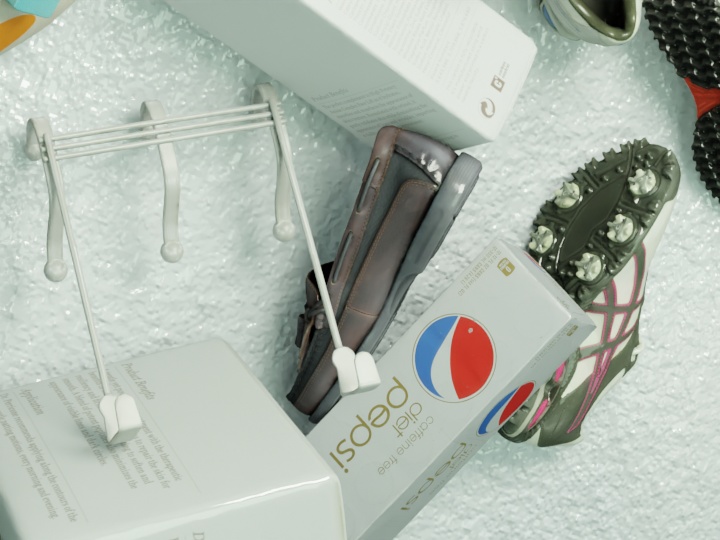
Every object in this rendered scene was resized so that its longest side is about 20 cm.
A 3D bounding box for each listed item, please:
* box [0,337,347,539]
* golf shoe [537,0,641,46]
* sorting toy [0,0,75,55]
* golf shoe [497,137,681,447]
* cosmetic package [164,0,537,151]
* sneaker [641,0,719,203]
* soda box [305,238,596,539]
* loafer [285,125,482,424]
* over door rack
[{"bbox_3d":[-0.111,0.174,1.277,0.170,0.199,0.201,-14,114,-17],"label":"box"},{"bbox_3d":[0.113,-0.217,1.314,0.078,0.097,0.201,-29,111,1],"label":"golf shoe"},{"bbox_3d":[-0.180,-0.213,1.203,0.179,0.107,0.201,-30,113,-13],"label":"sorting toy"},{"bbox_3d":[0.139,0.015,1.413,0.088,0.077,0.201,25,99,-42],"label":"golf shoe"},{"bbox_3d":[-0.013,-0.143,1.279,0.200,0.101,0.074,36,66,-25],"label":"cosmetic package"},{"bbox_3d":[0.236,-0.123,1.403,0.094,0.070,0.200,-52,132,-31],"label":"sneaker"},{"bbox_3d":[0.042,0.077,1.353,0.200,0.064,0.068,-47,71,10],"label":"soda box"},{"bbox_3d":[0.000,0.000,1.332,0.063,0.072,0.200,32,123,0],"label":"loafer"},{"bbox_3d":[-0.092,0.000,1.271,0.147,0.067,0.201,-11,64,-18],"label":"over door rack"}]
